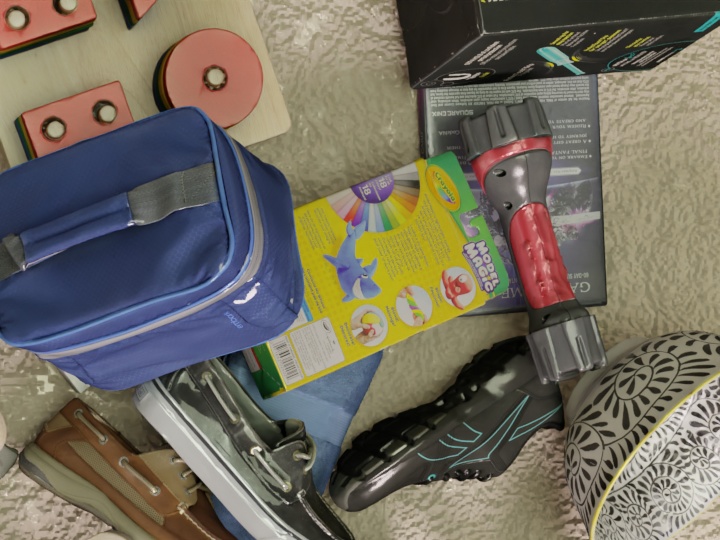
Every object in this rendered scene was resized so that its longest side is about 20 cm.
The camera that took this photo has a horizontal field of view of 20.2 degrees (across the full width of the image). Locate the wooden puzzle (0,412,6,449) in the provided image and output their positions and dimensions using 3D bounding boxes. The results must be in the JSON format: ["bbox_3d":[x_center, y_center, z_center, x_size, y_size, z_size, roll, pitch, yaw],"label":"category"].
[{"bbox_3d":[-0.332,0.051,1.278,0.046,0.185,0.200,-36,103,-48],"label":"wooden puzzle"}]

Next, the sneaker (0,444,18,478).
[{"bbox_3d":[-0.297,0.064,1.352,0.079,0.074,0.201,-31,106,-28],"label":"sneaker"}]

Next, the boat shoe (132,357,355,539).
[{"bbox_3d":[-0.063,0.129,1.359,0.071,0.072,0.200,-43,105,9],"label":"boat shoe"}]

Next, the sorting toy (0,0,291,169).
[{"bbox_3d":[-0.163,-0.162,1.372,0.198,0.070,0.201,-20,93,-16],"label":"sorting toy"}]

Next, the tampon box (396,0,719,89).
[{"bbox_3d":[0.139,-0.214,1.436,0.199,0.150,0.127,-7,82,-19],"label":"tampon box"}]

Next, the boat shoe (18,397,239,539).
[{"bbox_3d":[-0.137,0.152,1.363,0.200,0.076,0.072,30,83,14],"label":"boat shoe"}]

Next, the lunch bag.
[{"bbox_3d":[-0.150,-0.014,1.298,0.200,0.132,0.136,-20,64,16],"label":"lunch bag"}]

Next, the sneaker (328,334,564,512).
[{"bbox_3d":[0.069,0.127,1.470,0.200,0.075,0.079,-32,107,-18],"label":"sneaker"}]

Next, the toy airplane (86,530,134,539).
[{"bbox_3d":[-0.245,0.261,1.332,0.198,0.141,0.201,6,105,1],"label":"toy airplane"}]

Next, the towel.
[{"bbox_3d":[-0.061,0.104,1.441,0.111,0.049,0.200,26,83,-18],"label":"towel"}]

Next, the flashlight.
[{"bbox_3d":[0.128,-0.021,1.453,0.068,0.068,0.201,-5,77,-54],"label":"flashlight"}]

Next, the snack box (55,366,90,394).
[{"bbox_3d":[-0.142,-0.003,1.420,0.200,0.024,0.072,-40,102,-14],"label":"snack box"}]

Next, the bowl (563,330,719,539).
[{"bbox_3d":[0.215,0.111,1.495,0.201,0.201,0.094,-37,59,-14],"label":"bowl"}]

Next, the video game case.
[{"bbox_3d":[0.114,-0.069,1.511,0.142,0.019,0.201,-4,94,-19],"label":"video game case"}]

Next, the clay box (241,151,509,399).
[{"bbox_3d":[0.000,0.000,1.414,0.200,0.048,0.115,-22,88,-29],"label":"clay box"}]
